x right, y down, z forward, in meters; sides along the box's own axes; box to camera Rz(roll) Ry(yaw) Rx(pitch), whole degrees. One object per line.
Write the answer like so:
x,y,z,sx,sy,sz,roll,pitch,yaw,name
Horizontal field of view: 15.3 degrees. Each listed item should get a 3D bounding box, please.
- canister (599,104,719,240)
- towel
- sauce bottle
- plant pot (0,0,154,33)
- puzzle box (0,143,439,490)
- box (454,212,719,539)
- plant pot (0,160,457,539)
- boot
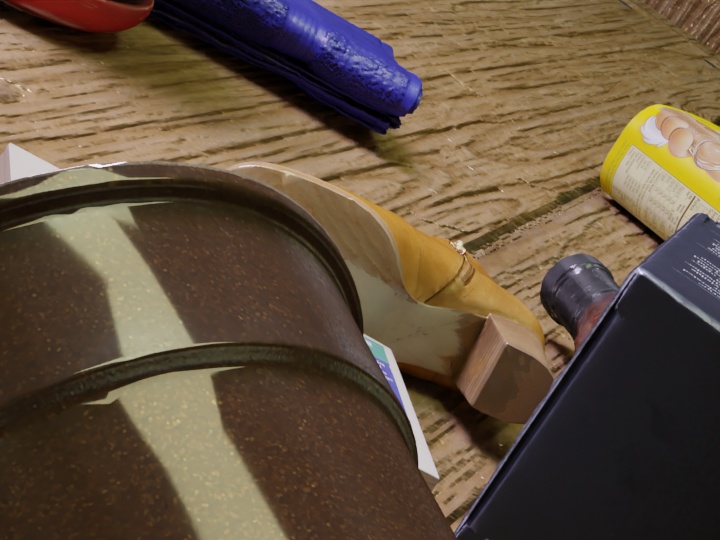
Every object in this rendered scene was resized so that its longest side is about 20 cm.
0.279,-0.027,1.882,0.200,0.087,0.148,42,16,34,canister
-0.063,-0.153,1.648,0.199,0.050,0.148,29,8,-15,towel
0.152,0.054,1.392,0.066,0.066,0.200,23,20,-34,sauce bottle
-0.156,-0.244,1.460,0.200,0.183,0.201,31,16,-9,plant pot
-0.064,0.025,1.108,0.199,0.025,0.133,29,15,-18,puzzle box
0.132,0.072,1.134,0.104,0.148,0.200,35,16,7,box
-0.041,0.117,0.576,0.200,0.200,0.199,16,31,-49,plant pot
0.001,0.000,1.268,0.201,0.071,0.144,32,8,-18,boot
